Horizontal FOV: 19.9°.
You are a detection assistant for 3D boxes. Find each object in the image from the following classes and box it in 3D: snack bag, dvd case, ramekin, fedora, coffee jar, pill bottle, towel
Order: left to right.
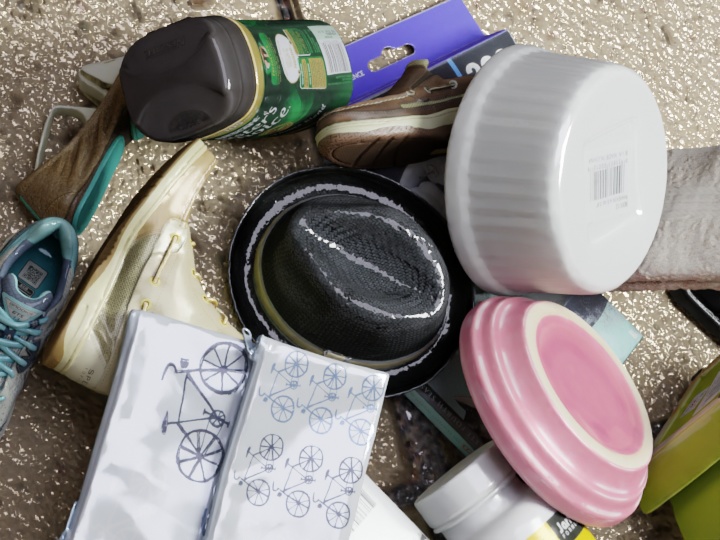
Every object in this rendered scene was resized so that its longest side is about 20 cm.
[{"bbox_3d":[-0.093,0.134,1.425,0.199,0.021,0.190,18,80,-14],"label":"snack bag"},{"bbox_3d":[-0.093,-0.145,1.559,0.200,0.104,0.086,-10,84,-62],"label":"coffee jar"},{"bbox_3d":[0.000,0.000,1.579,0.199,0.092,0.202,3,76,-12],"label":"fedora"},{"bbox_3d":[0.131,0.071,1.681,0.146,0.022,0.200,45,59,-4],"label":"dvd case"},{"bbox_3d":[0.131,0.233,1.564,0.111,0.111,0.200,-37,89,-32],"label":"pill bottle"},{"bbox_3d":[0.160,-0.075,1.614,0.200,0.097,0.202,-13,106,-52],"label":"ramekin"},{"bbox_3d":[0.261,-0.041,1.673,0.035,0.199,0.133,49,52,-38],"label":"towel"}]

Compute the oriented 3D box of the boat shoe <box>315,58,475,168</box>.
[{"bbox_3d":[0.044,-0.129,1.643,0.201,0.075,0.075,-5,72,-38],"label":"boat shoe"}]

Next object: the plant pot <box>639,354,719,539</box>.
[{"bbox_3d":[0.350,0.147,1.646,0.181,0.199,0.200,42,46,1],"label":"plant pot"}]

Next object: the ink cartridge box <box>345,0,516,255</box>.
[{"bbox_3d":[0.068,-0.122,1.714,0.197,0.043,0.201,-28,84,-30],"label":"ink cartridge box"}]

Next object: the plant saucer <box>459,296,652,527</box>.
[{"bbox_3d":[0.160,0.100,1.589,0.200,0.051,0.201,38,31,-27],"label":"plant saucer"}]

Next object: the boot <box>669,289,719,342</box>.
[{"bbox_3d":[0.378,0.024,1.732,0.200,0.168,0.077,38,55,-8],"label":"boot"}]

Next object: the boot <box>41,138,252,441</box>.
[{"bbox_3d":[-0.118,0.021,1.479,0.155,0.073,0.201,33,67,-10],"label":"boot"}]

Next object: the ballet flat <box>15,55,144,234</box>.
[{"bbox_3d":[-0.200,-0.115,1.576,0.072,0.068,0.201,27,63,8],"label":"ballet flat"}]

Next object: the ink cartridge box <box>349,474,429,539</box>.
[{"bbox_3d":[-0.021,0.240,1.502,0.200,0.084,0.145,46,58,-3],"label":"ink cartridge box"}]

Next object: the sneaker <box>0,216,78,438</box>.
[{"bbox_3d":[-0.259,0.043,1.462,0.077,0.086,0.201,27,61,-13],"label":"sneaker"}]
